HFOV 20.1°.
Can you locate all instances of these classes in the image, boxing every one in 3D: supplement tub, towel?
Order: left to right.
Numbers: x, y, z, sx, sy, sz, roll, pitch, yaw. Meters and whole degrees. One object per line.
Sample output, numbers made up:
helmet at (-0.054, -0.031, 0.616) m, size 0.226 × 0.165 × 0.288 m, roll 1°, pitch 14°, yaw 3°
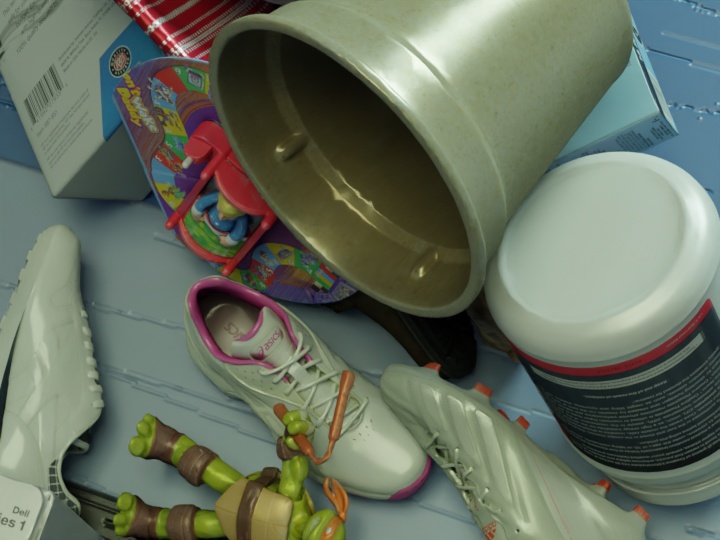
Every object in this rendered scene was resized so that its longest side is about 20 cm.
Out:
towel at (-0.114, -0.183, 1.299) m, size 0.200 × 0.145 × 0.022 m, roll 45°, pitch 118°, yaw 0°
supplement tub at (0.166, 0.038, 1.201) m, size 0.140 × 0.200 × 0.141 m, roll -14°, pitch 51°, yaw 17°

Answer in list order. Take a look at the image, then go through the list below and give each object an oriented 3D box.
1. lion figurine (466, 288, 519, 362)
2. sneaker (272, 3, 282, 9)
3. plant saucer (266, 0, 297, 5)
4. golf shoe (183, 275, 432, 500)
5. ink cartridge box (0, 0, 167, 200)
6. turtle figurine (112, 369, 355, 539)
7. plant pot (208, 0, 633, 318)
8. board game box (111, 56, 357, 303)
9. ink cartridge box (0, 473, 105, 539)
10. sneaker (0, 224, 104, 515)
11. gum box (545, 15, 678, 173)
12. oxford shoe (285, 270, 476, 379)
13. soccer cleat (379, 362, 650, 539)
lion figurine at (0.111, -0.051, 1.296) m, size 0.123 × 0.072 × 0.201 m, roll 47°, pitch 123°, yaw 43°
sneaker at (0.023, -0.134, 1.376) m, size 0.199 × 0.079 × 0.074 m, roll 21°, pitch 72°, yaw 15°
plant saucer at (-0.086, -0.235, 1.328) m, size 0.050 × 0.200 × 0.201 m, roll -45°, pitch 64°, yaw 29°
golf shoe at (-0.041, 0.074, 1.299) m, size 0.200 × 0.092 × 0.075 m, roll 35°, pitch 77°, yaw 19°
ink cartridge box at (-0.177, -0.170, 1.386) m, size 0.145 × 0.084 × 0.201 m, roll -43°, pitch 61°, yaw 35°
turtle figurine at (-0.069, 0.142, 1.283) m, size 0.161 × 0.064 × 0.201 m, roll 15°, pitch 105°, yaw 21°
plant pot at (0.049, -0.108, 1.139) m, size 0.200 × 0.201 × 0.183 m, roll 38°, pitch 64°, yaw 21°
board game box at (-0.087, -0.042, 1.272) m, size 0.157 × 0.200 × 0.039 m, roll 12°, pitch 48°, yaw 33°
ink cartridge box at (-0.234, 0.178, 1.231) m, size 0.144 × 0.200 × 0.084 m, roll 14°, pitch 71°, yaw 15°
sneaker at (-0.206, 0.068, 1.349) m, size 0.080 × 0.076 × 0.201 m, roll 12°, pitch 71°, yaw -4°
gum box at (0.077, -0.119, 1.271) m, size 0.199 × 0.045 × 0.171 m, roll -26°, pitch 64°, yaw 17°
oxford shoe at (0.000, 0.000, 1.340) m, size 0.200 × 0.073 × 0.084 m, roll 51°, pitch 122°, yaw 11°
soccer cleat at (0.086, 0.132, 1.252) m, size 0.200 × 0.069 × 0.078 m, roll 36°, pitch 75°, yaw 6°
